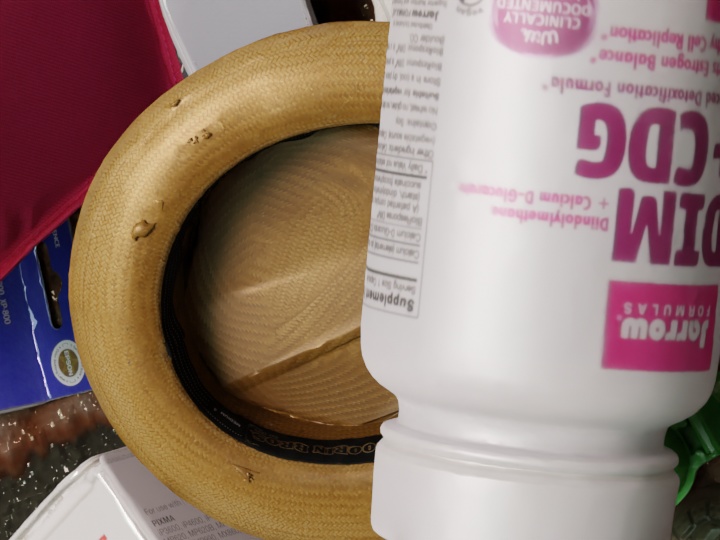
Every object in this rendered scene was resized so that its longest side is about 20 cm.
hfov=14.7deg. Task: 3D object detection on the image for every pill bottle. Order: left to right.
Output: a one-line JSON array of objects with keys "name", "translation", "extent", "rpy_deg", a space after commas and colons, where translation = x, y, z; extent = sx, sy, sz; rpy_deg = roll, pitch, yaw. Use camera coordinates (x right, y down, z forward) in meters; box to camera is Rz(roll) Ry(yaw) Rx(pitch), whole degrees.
[{"name": "pill bottle", "translation": [0.059, -0.014, 0.869], "extent": [0.113, 0.113, 0.202], "rpy_deg": [8, 95, 35]}]

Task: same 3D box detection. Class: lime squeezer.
[{"name": "lime squeezer", "translation": [0.101, 0.069, 0.956], "extent": [0.038, 0.071, 0.200], "rpy_deg": [49, 141, -8]}]

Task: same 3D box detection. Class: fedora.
[{"name": "fedora", "translation": [0.000, 0.000, 0.981], "extent": [0.199, 0.082, 0.202], "rpy_deg": [1, 106, 3]}]

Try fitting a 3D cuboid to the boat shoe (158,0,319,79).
[{"name": "boat shoe", "translation": [-0.027, -0.044, 1.042], "extent": [0.068, 0.057, 0.201], "rpy_deg": [-16, 102, -1]}]

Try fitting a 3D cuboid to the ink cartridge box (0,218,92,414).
[{"name": "ink cartridge box", "translation": [-0.199, 0.023, 1.193], "extent": [0.199, 0.037, 0.095], "rpy_deg": [-14, 87, 35]}]

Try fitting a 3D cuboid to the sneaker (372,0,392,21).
[{"name": "sneaker", "translation": [0.020, -0.154, 0.989], "extent": [0.081, 0.075, 0.202], "rpy_deg": [-6, 92, 46]}]

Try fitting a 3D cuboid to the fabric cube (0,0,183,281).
[{"name": "fabric cube", "translation": [-0.211, -0.108, 1.045], "extent": [0.199, 0.200, 0.197], "rpy_deg": [19, 138, 33]}]

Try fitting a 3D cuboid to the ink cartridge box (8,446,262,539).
[{"name": "ink cartridge box", "translation": [-0.066, 0.184, 1.080], "extent": [0.146, 0.085, 0.200], "rpy_deg": [-46, 72, 31]}]

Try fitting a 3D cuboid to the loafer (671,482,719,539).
[{"name": "loafer", "translation": [0.171, 0.153, 0.912], "extent": [0.076, 0.067, 0.200], "rpy_deg": [-47, 71, 29]}]
